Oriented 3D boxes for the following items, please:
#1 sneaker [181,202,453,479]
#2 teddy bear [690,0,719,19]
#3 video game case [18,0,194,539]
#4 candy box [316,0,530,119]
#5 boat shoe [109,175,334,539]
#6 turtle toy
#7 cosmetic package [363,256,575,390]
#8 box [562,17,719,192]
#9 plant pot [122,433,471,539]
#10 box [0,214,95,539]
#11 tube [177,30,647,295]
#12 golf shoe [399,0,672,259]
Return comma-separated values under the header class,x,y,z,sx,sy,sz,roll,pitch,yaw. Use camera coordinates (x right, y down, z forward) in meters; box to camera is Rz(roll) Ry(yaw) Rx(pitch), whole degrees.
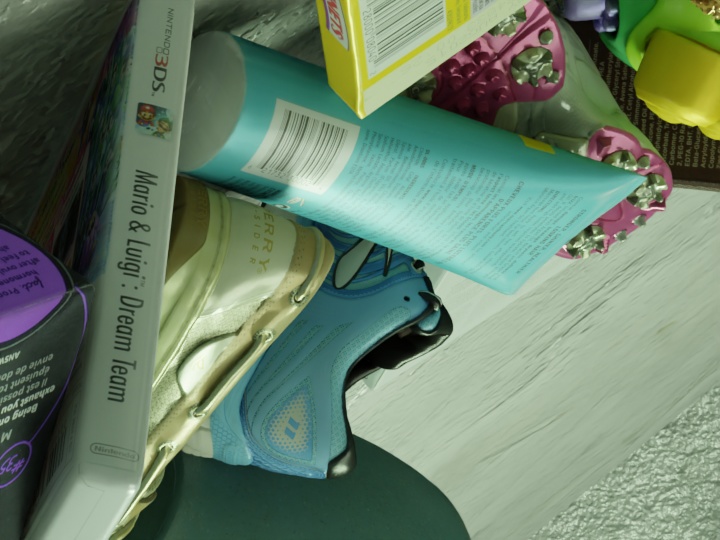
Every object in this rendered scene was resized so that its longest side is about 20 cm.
class,x,y,z,sx,sy,sz,roll,pitch,yaw
sneaker,0.000,0.000,0.955,0.078,0.090,0.200,99,14,-68
teddy bear,0.128,-0.112,0.748,0.200,0.145,0.067,53,51,-78
video game case,-0.098,0.033,0.774,0.024,0.182,0.200,14,145,-15
candy box,0.026,-0.134,0.736,0.102,0.026,0.200,-38,155,-16
boat shoe,-0.079,0.051,0.860,0.063,0.073,0.201,17,125,-20
turtle toy,0.126,-0.136,0.910,0.146,0.101,0.200,-65,159,8
cosmetic package,0.085,-0.031,1.258,0.200,0.052,0.151,-31,166,-31
box,0.164,-0.070,1.044,0.100,0.200,0.075,0,94,-70
plant pot,-0.070,0.134,0.988,0.200,0.200,0.135,-41,129,8
box,-0.173,0.070,0.670,0.122,0.106,0.200,-21,139,-50
tube,0.016,-0.035,0.870,0.200,0.050,0.077,18,135,-41
golf shoe,0.051,-0.082,0.932,0.075,0.092,0.200,-31,139,11
